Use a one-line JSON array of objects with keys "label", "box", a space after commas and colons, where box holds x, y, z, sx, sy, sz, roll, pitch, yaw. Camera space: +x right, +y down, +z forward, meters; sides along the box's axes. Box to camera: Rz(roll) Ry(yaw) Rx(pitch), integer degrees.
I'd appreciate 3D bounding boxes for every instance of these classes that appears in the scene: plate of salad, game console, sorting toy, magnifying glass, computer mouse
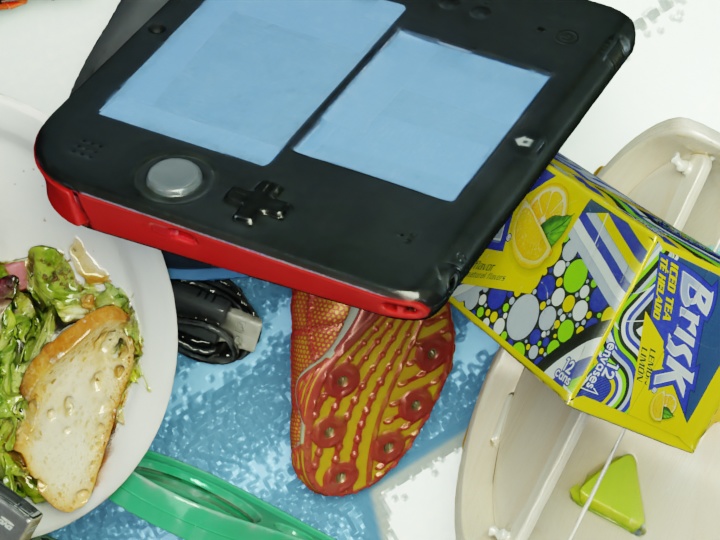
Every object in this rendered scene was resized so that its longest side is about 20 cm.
[{"label": "plate of salad", "box": [-0.174, 0.023, 0.998, 0.199, 0.048, 0.201, 3, 107, 11]}, {"label": "game console", "box": [-0.009, -0.065, 0.931, 0.176, 0.031, 0.200, 15, 43, 24]}, {"label": "sorting toy", "box": [0.154, 0.059, 1.033, 0.179, 0.107, 0.201, 26, 93, -13]}, {"label": "magnifying glass", "box": [-0.023, 0.122, 1.059, 0.199, 0.080, 0.022, 25, 94, -4]}, {"label": "computer mouse", "box": [-0.080, -0.068, 1.081, 0.138, 0.053, 0.201, 22, 89, 7]}]

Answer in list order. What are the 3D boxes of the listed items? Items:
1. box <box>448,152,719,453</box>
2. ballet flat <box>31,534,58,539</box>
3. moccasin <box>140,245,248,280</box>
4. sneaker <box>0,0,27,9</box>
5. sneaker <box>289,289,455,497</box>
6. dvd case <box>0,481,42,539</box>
[{"label": "box", "box": [0.074, -0.005, 0.945, 0.064, 0.200, 0.070, 24, 98, -29]}, {"label": "ballet flat", "box": [-0.086, 0.186, 1.053, 0.074, 0.074, 0.201, -33, 92, 2]}, {"label": "moccasin", "box": [-0.050, -0.033, 0.984, 0.199, 0.080, 0.069, -2, 97, 39]}, {"label": "sneaker", "box": [-0.158, -0.146, 1.085, 0.200, 0.075, 0.078, -44, 87, 3]}, {"label": "sneaker", "box": [0.000, 0.000, 1.069, 0.073, 0.077, 0.201, 3, 101, -29]}, {"label": "dvd case", "box": [-0.236, 0.138, 1.004, 0.148, 0.016, 0.201, 35, 108, 11]}]
